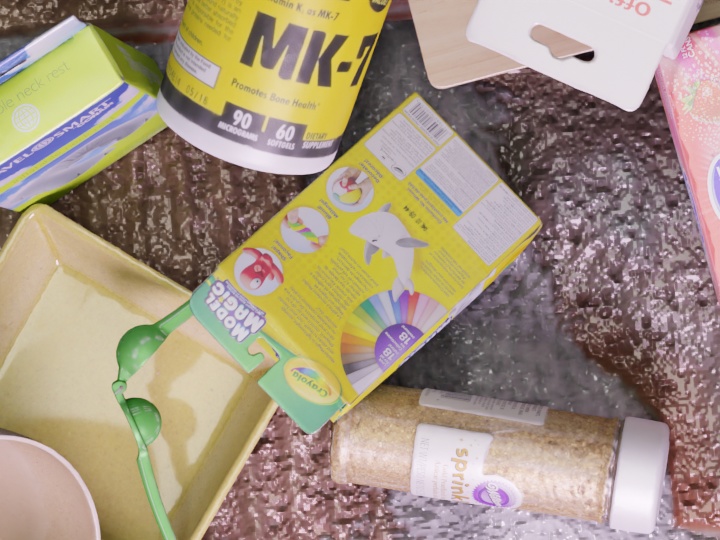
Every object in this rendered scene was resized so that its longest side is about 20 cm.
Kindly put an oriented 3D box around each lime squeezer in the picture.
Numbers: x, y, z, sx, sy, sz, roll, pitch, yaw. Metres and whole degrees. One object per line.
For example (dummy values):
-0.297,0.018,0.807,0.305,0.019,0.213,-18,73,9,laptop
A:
-0.119,0.077,1.534,0.071,0.038,0.200,13,88,-23,lime squeezer

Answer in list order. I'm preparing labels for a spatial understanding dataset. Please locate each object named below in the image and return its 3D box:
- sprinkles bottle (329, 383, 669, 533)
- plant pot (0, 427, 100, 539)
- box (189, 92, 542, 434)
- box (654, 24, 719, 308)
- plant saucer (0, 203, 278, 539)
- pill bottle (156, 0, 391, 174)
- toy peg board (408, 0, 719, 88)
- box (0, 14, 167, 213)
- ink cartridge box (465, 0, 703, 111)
0.084,0.111,1.530,0.200,0.068,0.068,8,88,9,sprinkles bottle
-0.272,0.170,1.485,0.134,0.200,0.200,22,90,42,plant pot
0.000,0.000,1.518,0.200,0.048,0.117,-41,85,-23,box
0.245,-0.048,1.503,0.103,0.095,0.200,-14,85,7,box
-0.165,0.091,1.574,0.200,0.048,0.200,30,91,9,plant saucer
-0.038,-0.167,1.481,0.114,0.114,0.200,23,112,8,pill bottle
0.117,-0.236,1.544,0.200,0.098,0.199,-14,101,7,toy peg board
-0.183,-0.089,1.509,0.122,0.200,0.048,-33,83,5,box
0.151,-0.198,1.442,0.117,0.067,0.200,25,92,9,ink cartridge box
